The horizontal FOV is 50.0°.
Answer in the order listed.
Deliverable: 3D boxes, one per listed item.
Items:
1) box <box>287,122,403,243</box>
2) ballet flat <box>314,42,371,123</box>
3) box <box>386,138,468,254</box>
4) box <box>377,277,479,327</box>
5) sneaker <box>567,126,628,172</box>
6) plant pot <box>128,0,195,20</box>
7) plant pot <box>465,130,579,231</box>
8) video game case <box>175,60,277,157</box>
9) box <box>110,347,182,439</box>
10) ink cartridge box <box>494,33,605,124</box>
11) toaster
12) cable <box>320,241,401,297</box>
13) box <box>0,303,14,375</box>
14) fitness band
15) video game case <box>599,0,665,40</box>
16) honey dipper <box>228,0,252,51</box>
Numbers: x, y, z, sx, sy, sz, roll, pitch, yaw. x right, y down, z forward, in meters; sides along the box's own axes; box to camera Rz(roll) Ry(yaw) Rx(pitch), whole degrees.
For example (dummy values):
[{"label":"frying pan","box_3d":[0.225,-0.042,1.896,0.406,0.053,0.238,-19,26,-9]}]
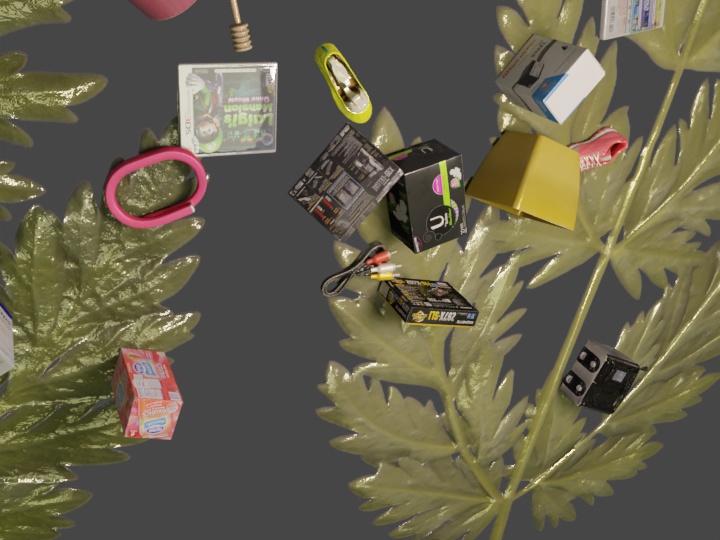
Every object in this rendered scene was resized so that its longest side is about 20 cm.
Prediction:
[{"label":"box","box_3d":[-0.031,-0.185,1.630,0.200,0.157,0.050,-50,168,3]},{"label":"ballet flat","box_3d":[-0.029,-0.375,1.584,0.067,0.067,0.201,-39,126,-4]},{"label":"box","box_3d":[0.146,-0.169,1.744,0.147,0.124,0.202,-21,124,-16]},{"label":"box","box_3d":[0.163,0.076,1.856,0.198,0.160,0.050,5,113,-29]},{"label":"sneaker","box_3d":[0.579,-0.289,1.926,0.199,0.087,0.074,-34,124,-8]},{"label":"plant pot","box_3d":[-0.355,-0.527,1.277,0.200,0.200,0.179,-40,142,-3]},{"label":"plant pot","box_3d":[0.399,-0.220,1.815,0.198,0.200,0.178,15,97,-32]},{"label":"video game case","box_3d":[-0.260,-0.317,1.522,0.198,0.023,0.184,-8,118,-24]},{"label":"box","box_3d":[-0.449,0.254,1.609,0.102,0.200,0.096,11,110,-31]},{"label":"ink cartridge box","box_3d":[0.412,-0.425,1.702,0.084,0.200,0.145,37,95,-33]},{"label":"toaster","box_3d":[0.713,0.316,2.284,0.198,0.119,0.182,18,107,-32]},{"label":"cable","box_3d":[0.000,0.000,1.800,0.198,0.050,0.098,-21,122,-18]},{"label":"box","box_3d":[-0.740,0.142,1.403,0.183,0.200,0.106,-33,124,-8]},{"label":"fitness band","box_3d":[-0.399,-0.161,1.512,0.198,0.038,0.145,-21,124,-7]},{"label":"video game case","box_3d":[0.642,-0.658,1.809,0.180,0.022,0.202,-17,120,-19]},{"label":"honey dipper","box_3d":[-0.238,-0.510,1.427,0.038,0.038,0.202,-18,120,-17]}]
